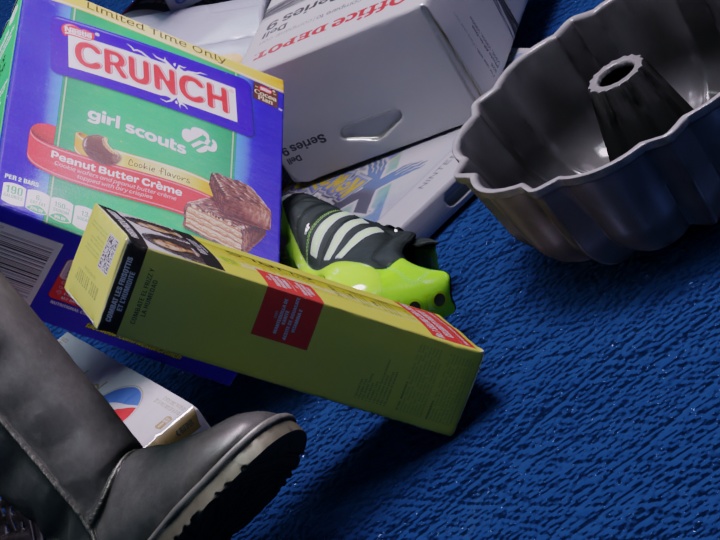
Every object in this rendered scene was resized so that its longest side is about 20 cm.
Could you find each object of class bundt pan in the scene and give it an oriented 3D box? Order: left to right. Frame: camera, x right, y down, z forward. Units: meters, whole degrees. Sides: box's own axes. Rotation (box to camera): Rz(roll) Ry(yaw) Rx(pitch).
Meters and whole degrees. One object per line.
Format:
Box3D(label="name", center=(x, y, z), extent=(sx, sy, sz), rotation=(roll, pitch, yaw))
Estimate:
Box3D(label="bundt pan", center=(0.152, -0.076, 1.509), extent=(0.202, 0.076, 0.202), rotation=(-28, 24, 14))

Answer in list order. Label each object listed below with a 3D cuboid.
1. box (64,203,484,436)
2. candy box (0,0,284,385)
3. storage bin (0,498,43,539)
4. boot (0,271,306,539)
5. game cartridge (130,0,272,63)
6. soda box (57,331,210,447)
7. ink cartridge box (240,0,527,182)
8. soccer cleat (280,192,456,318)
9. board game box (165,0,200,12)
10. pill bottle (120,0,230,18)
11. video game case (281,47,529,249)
Box3D(label="box", center=(-0.043, 0.025, 1.426), extent=(0.050, 0.200, 0.075), rotation=(-68, 22, 8))
Box3D(label="candy box", center=(-0.131, -0.052, 1.601), extent=(0.077, 0.169, 0.200), rotation=(-57, 22, 36))
Box3D(label="storage bin", center=(-0.267, 0.087, 1.546), extent=(0.094, 0.200, 0.135), rotation=(-15, -3, 41))
Box3D(label="boot", center=(-0.140, 0.065, 1.429), extent=(0.182, 0.200, 0.073), rotation=(-43, -20, 24))
Box3D(label="game cartridge", center=(-0.120, -0.080, 1.768), extent=(0.133, 0.042, 0.200), rotation=(-7, 54, 10))
Box3D(label="soda box", center=(-0.136, 0.095, 1.569), extent=(0.068, 0.064, 0.200), rotation=(-40, 25, -14))
Box3D(label="ink cartridge box", center=(0.021, -0.159, 1.773), extent=(0.146, 0.084, 0.200), rotation=(-21, 27, 27))
Box3D(label="soccer cleat", center=(0.000, 0.000, 1.592), extent=(0.081, 0.068, 0.200), rotation=(-15, 19, -9))
Box3D(label="board game box", center=(-0.083, -0.249, 1.901), extent=(0.134, 0.034, 0.200), rotation=(-27, 27, 3))
Box3D(label="pill bottle", center=(-0.104, -0.144, 1.913), extent=(0.119, 0.120, 0.200), rotation=(-8, 34, 45))
Box3D(label="video game case", center=(0.025, -0.075, 1.740), extent=(0.182, 0.022, 0.200), rotation=(-44, 25, -22))
